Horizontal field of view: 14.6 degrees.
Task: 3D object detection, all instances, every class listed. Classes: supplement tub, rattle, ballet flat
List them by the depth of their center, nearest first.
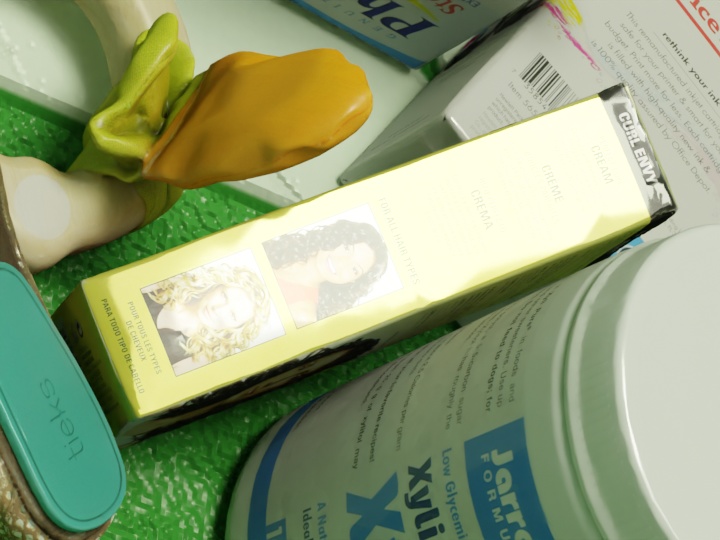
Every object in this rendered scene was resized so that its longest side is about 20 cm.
[{"bbox_3d":[-0.136,-0.003,0.852,0.070,0.065,0.201,-23,95,-51],"label":"ballet flat"},{"bbox_3d":[-0.103,-0.107,0.887,0.130,0.143,0.201,-24,93,-25],"label":"rattle"},{"bbox_3d":[0.061,0.076,0.895,0.131,0.200,0.133,17,61,-33],"label":"supplement tub"}]

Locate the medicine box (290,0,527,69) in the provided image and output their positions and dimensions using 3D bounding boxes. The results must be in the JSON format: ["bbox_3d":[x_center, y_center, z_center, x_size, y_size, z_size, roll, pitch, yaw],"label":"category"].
[{"bbox_3d":[-0.008,-0.208,1.030,0.182,0.103,0.201,26,56,-29],"label":"medicine box"}]

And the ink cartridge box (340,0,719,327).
[{"bbox_3d":[0.095,-0.056,1.073,0.115,0.068,0.200,51,48,-9],"label":"ink cartridge box"}]

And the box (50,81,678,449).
[{"bbox_3d":[0.000,0.000,0.920,0.199,0.075,0.050,-21,84,-19],"label":"box"}]
